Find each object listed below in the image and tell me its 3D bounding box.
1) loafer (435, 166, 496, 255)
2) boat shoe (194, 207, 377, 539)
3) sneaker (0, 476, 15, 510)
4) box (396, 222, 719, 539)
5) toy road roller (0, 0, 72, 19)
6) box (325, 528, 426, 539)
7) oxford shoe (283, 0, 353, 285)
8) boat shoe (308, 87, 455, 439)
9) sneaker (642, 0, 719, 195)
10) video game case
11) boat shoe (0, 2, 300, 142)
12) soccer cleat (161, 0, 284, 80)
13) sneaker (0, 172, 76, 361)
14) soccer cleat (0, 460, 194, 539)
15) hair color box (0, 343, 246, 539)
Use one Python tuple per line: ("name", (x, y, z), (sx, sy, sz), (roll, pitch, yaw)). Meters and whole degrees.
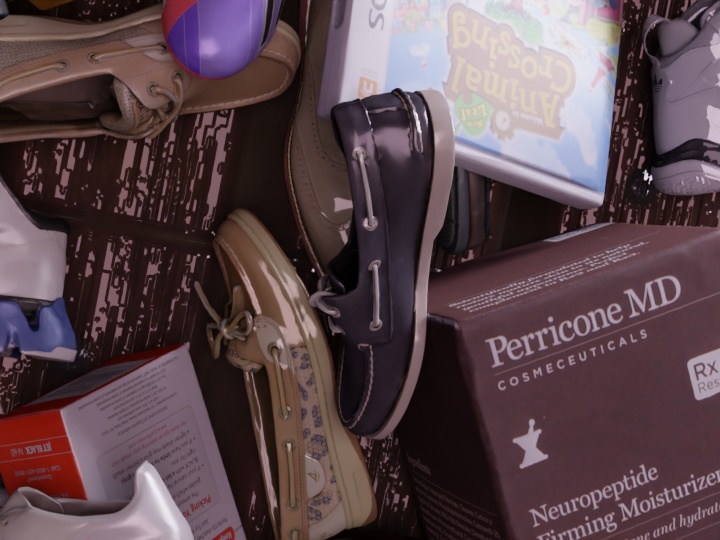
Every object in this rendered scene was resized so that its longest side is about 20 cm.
("loafer", (0.062, -0.113, 0.851), (0.062, 0.072, 0.202), (-10, 95, -18))
("boat shoe", (-0.049, 0.065, 0.834), (0.062, 0.073, 0.202), (-22, 99, -13))
("sneaker", (-0.266, 0.191, 0.786), (0.200, 0.077, 0.148), (-10, 88, -5))
("box", (0.121, 0.092, 0.824), (0.164, 0.164, 0.202), (-18, 98, -15))
("toy road roller", (-0.183, -0.187, 0.724), (0.199, 0.146, 0.124), (-25, 102, -26))
("box", (-0.001, 0.263, 0.838), (0.100, 0.074, 0.203), (-15, 102, -55))
("oxford shoe", (-0.006, -0.084, 0.832), (0.070, 0.074, 0.203), (-5, 95, -12))
("boat shoe", (0.000, 0.000, 0.758), (0.062, 0.073, 0.202), (-1, 120, -19))
("sneaker", (0.264, -0.122, 0.891), (0.198, 0.075, 0.116), (-15, 100, -8))
("video game case", (0.071, -0.146, 0.813), (0.199, 0.022, 0.184), (15, 77, -35))
("boat shoe", (-0.124, -0.100, 0.789), (0.198, 0.072, 0.065), (-4, 54, -20))
("soccer cleat", (-0.047, -0.189, 0.778), (0.066, 0.076, 0.201), (32, 58, -9))
("sneaker", (-0.245, -0.019, 0.788), (0.197, 0.081, 0.117), (10, 80, -9))
("soccer cleat", (-0.177, 0.150, 0.720), (0.198, 0.069, 0.078), (-16, 93, 7))
("hair color box", (-0.120, 0.155, 0.803), (0.063, 0.111, 0.202), (-12, 98, 33))
